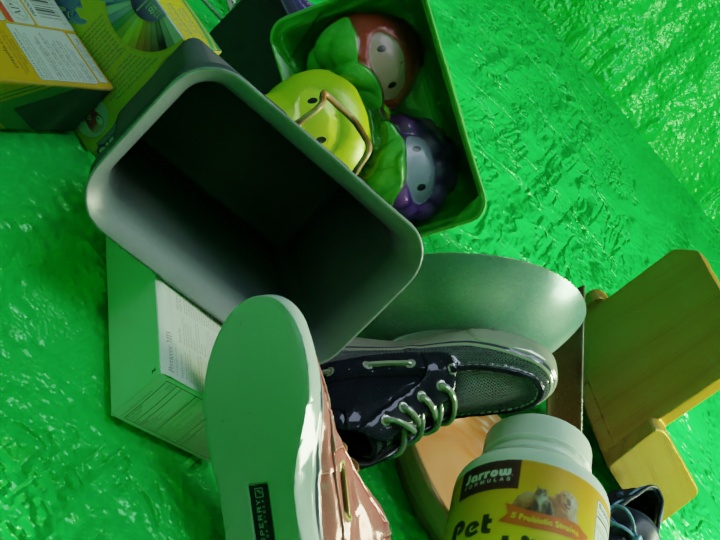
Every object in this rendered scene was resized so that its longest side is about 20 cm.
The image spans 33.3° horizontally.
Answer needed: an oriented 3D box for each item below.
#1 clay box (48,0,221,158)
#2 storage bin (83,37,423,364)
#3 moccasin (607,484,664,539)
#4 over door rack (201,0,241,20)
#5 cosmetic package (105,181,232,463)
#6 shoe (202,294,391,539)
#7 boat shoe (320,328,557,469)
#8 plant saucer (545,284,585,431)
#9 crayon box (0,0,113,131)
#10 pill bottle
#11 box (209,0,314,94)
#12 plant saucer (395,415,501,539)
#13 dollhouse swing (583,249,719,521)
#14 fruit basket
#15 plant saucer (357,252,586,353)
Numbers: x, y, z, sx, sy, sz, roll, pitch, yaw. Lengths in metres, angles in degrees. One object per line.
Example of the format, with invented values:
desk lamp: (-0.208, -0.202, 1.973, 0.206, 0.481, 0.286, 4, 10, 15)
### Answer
clay box: (-0.186, -0.178, 0.870, 0.200, 0.115, 0.048, 55, 24, 9)
storage bin: (-0.067, -0.063, 0.774, 0.200, 0.146, 0.134, 38, 14, -28)
moccasin: (0.231, 0.236, 1.074, 0.081, 0.068, 0.200, 49, 23, -2)
over door rack: (-0.166, -0.324, 1.195, 0.200, 0.067, 0.148, 28, 31, -43)
cosmetic package: (-0.119, 0.021, 0.774, 0.082, 0.051, 0.200, 36, 26, -37)
shoe: (-0.035, 0.116, 0.700, 0.091, 0.071, 0.201, 10, 73, -63)
boat shoe: (0.037, 0.095, 0.822, 0.093, 0.199, 0.075, -85, 173, -52)
plant saucer: (0.190, 0.113, 1.113, 0.200, 0.034, 0.201, 1, 90, -78)
crayon box: (-0.264, -0.154, 0.770, 0.126, 0.052, 0.200, 55, 22, 11)
pill bottle: (0.106, 0.195, 0.791, 0.109, 0.109, 0.200, 41, 41, -22)
box: (-0.035, -0.158, 1.137, 0.200, 0.104, 0.148, 21, 37, -51)
plant saucer: (0.093, 0.177, 0.950, 0.200, 0.037, 0.200, 40, 25, -24)
dollhouse swing: (0.317, 0.113, 1.233, 0.182, 0.175, 0.200, 52, 16, -39)
fruit basket: (-0.001, -0.115, 0.929, 0.216, 0.155, 0.216, 51, 30, -45)
plant saucer: (0.067, 0.048, 0.895, 0.201, 0.200, 0.039, 29, 54, -42)
